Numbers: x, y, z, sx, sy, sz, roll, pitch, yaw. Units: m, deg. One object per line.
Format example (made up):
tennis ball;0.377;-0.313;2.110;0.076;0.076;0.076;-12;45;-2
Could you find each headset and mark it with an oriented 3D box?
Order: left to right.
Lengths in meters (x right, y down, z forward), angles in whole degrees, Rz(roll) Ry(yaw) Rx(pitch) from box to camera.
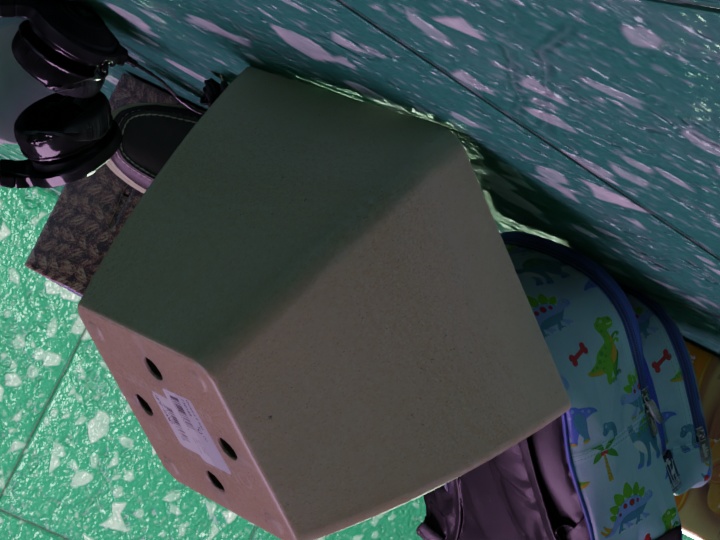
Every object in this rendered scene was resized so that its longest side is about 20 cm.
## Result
headset;-0.180;-0.106;1.447;0.199;0.124;0.094;-1;-152;-9

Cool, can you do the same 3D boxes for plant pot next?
plant pot;-0.036;0.032;1.302;0.200;0.177;0.200;22;145;50

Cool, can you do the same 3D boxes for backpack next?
backpack;0.116;0.078;1.459;0.183;0.147;0.201;16;128;51

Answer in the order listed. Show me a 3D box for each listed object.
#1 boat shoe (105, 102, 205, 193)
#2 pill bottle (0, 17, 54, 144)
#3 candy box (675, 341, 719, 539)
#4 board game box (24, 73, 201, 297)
boat shoe;-0.080;-0.068;1.608;0.200;0.072;0.066;21;169;-23
pill bottle;-0.275;-0.144;1.576;0.111;0.112;0.200;31;174;-40
candy box;0.202;0.105;1.591;0.199;0.116;0.055;26;175;7
board game box;-0.149;-0.036;1.763;0.096;0.160;0.200;26;175;13
